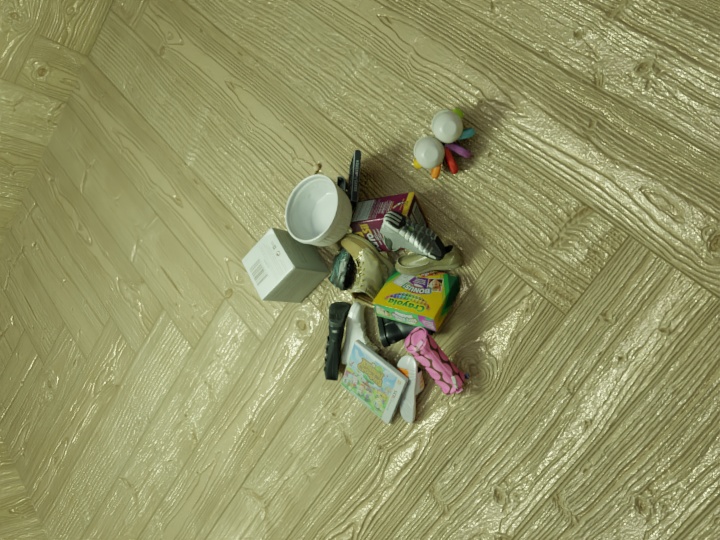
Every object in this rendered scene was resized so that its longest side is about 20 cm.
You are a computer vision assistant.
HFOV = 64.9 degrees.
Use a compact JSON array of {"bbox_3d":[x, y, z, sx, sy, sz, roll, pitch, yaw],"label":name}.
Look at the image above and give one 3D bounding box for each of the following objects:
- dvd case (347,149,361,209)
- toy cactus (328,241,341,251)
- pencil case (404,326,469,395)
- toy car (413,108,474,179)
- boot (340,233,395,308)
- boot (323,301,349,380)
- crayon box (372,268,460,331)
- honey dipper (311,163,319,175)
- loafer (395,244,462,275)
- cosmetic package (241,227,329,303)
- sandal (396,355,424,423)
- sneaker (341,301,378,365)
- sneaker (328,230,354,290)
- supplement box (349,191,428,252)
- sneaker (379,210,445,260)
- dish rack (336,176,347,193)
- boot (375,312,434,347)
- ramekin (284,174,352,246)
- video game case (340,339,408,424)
[{"bbox_3d":[-0.021,-0.271,1.750,0.024,0.200,0.154,4,86,-4],"label":"dvd case"},{"bbox_3d":[-0.122,-0.125,1.808,0.197,0.166,0.103,-25,29,32],"label":"toy cactus"},{"bbox_3d":[0.206,0.250,1.548,0.090,0.094,0.200,-40,108,10],"label":"pencil case"},{"bbox_3d":[0.246,-0.355,1.617,0.149,0.175,0.202,35,105,-6],"label":"toy car"},{"bbox_3d":[0.000,0.000,1.668,0.199,0.157,0.073,40,145,-12],"label":"boot"},{"bbox_3d":[-0.077,0.220,1.786,0.064,0.165,0.205,5,112,7],"label":"boot"},{"bbox_3d":[0.160,0.072,1.609,0.196,0.059,0.173,12,46,31],"label":"crayon box"},{"bbox_3d":[-0.190,-0.270,1.935,0.038,0.038,0.204,28,98,30],"label":"honey dipper"},{"bbox_3d":[0.193,-0.039,1.626,0.195,0.069,0.077,-9,36,11],"label":"loafer"},{"bbox_3d":[-0.242,-0.012,1.844,0.166,0.199,0.169,-43,66,21],"label":"cosmetic package"},{"bbox_3d":[0.150,0.340,1.654,0.078,0.058,0.212,20,116,48],"label":"sandal"},{"bbox_3d":[0.012,0.206,1.744,0.113,0.073,0.205,14,102,30],"label":"sneaker"},{"bbox_3d":[-0.050,-0.041,1.802,0.078,0.075,0.204,22,97,33],"label":"sneaker"},{"bbox_3d":[0.085,-0.139,1.678,0.196,0.132,0.105,-6,45,32],"label":"supplement box"},{"bbox_3d":[0.139,-0.077,1.589,0.198,0.075,0.116,36,146,3],"label":"sneaker"},{"bbox_3d":[-0.133,-0.228,1.869,0.195,0.054,0.158,3,88,21],"label":"dish rack"},{"bbox_3d":[0.130,0.119,1.676,0.164,0.077,0.204,-17,53,11],"label":"boot"},{"bbox_3d":[-0.116,-0.167,1.662,0.196,0.104,0.205,-11,70,32],"label":"ramekin"},{"bbox_3d":[0.037,0.333,1.691,0.198,0.022,0.185,35,126,25],"label":"video game case"}]
